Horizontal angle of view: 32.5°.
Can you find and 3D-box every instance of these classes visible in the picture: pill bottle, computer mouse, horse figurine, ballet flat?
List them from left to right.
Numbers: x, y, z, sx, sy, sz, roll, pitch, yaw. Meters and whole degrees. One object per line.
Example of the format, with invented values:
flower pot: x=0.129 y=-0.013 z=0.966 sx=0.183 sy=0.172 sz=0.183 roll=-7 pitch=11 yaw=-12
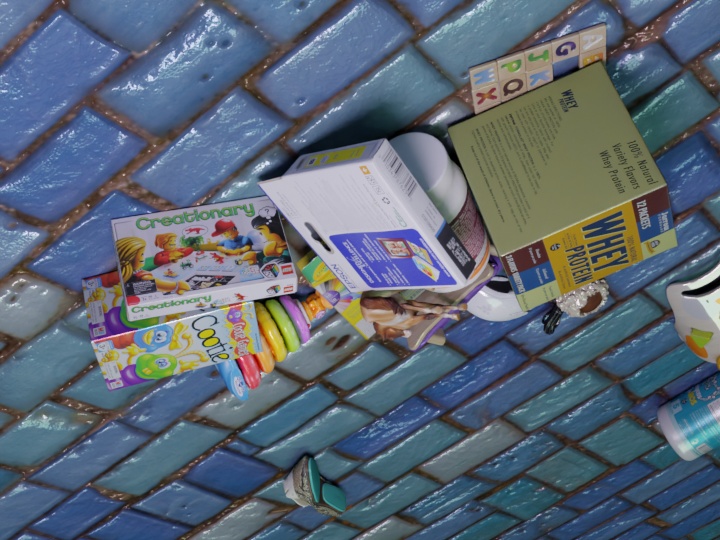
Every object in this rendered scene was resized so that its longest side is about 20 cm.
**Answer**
ballet flat: x=-0.086 y=0.369 z=2.071 sx=0.074 sy=0.069 sz=0.200 roll=-10 pitch=150 yaw=15
horse figurine: x=0.051 y=0.049 z=1.563 sx=0.131 sy=0.051 sz=0.200 roll=-5 pitch=168 yaw=22
pill bottle: x=0.084 y=-0.070 z=1.504 sx=0.113 sy=0.115 sz=0.200 roll=-22 pitch=144 yaw=5
computer mouse: x=0.231 y=0.051 z=1.800 sx=0.198 sy=0.044 sz=0.110 roll=4 pitch=140 yaw=-29
pill bottle: x=0.637 y=0.246 z=2.196 sx=0.199 sy=0.112 sz=0.110 roll=-35 pitch=142 yaw=21

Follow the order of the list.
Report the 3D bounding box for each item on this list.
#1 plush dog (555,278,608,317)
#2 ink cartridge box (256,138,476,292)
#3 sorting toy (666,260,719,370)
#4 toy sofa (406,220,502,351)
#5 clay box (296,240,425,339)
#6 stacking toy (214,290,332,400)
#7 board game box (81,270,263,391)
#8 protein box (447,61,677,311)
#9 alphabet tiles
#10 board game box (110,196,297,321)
plush dog: x=0.282 y=-0.069 z=1.613 sx=0.200 sy=0.160 sz=0.173 roll=-41 pitch=134 yaw=-17
ink cartridge box: x=0.007 y=-0.057 z=1.429 sx=0.199 sy=0.047 sz=0.198 roll=-1 pitch=137 yaw=48
sorting toy: x=0.571 y=0.049 z=1.936 sx=0.199 sy=0.107 sz=0.180 roll=-33 pitch=123 yaw=20
toy sofa: x=0.135 y=0.027 z=1.677 sx=0.082 sy=0.098 sz=0.200 roll=13 pitch=133 yaw=-37
clay box: x=0.000 y=0.000 z=1.599 sx=0.115 sy=0.048 sz=0.200 roll=-40 pitch=141 yaw=2
stacking toy: x=-0.108 y=0.074 z=1.644 sx=0.199 sy=0.110 sz=0.117 roll=-28 pitch=146 yaw=-12
board game box: x=-0.232 y=0.057 z=1.532 sx=0.198 sy=0.104 sz=0.105 roll=-14 pitch=140 yaw=-7
protein box: x=0.236 y=-0.098 z=1.454 sx=0.198 sy=0.200 sz=0.135 roll=-23 pitch=145 yaw=6
alphabet tiles: x=0.218 y=-0.200 z=1.488 sx=0.165 sy=0.008 sz=0.201 roll=-19 pitch=145 yaw=-1
board game box: x=-0.183 y=-0.016 z=1.442 sx=0.198 sy=0.127 sz=0.035 roll=-10 pitch=145 yaw=-13
